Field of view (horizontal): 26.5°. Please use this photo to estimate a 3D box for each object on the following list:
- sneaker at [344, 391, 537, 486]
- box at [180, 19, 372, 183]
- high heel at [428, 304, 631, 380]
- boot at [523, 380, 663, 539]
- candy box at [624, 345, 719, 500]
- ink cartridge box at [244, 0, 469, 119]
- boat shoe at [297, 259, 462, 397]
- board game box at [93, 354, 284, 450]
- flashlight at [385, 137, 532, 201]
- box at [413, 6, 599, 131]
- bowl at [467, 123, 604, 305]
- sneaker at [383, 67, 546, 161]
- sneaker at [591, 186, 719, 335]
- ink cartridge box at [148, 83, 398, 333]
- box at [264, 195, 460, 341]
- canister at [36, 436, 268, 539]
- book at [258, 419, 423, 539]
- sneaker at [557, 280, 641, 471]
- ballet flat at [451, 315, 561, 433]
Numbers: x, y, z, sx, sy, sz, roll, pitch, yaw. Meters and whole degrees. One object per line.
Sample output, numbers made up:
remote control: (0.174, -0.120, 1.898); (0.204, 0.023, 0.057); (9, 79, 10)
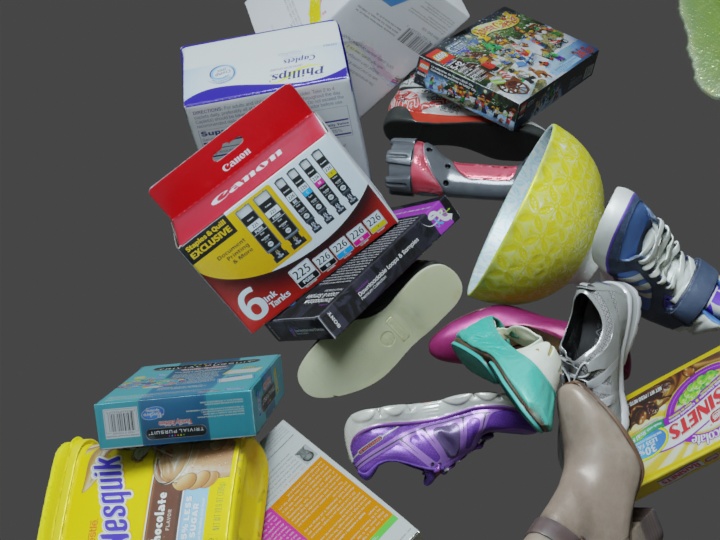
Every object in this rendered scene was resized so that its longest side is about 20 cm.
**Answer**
sneaker: (0.085, 0.168, 1.519); (0.199, 0.081, 0.084); (-9, 80, -3)
box: (-0.092, -0.163, 1.717); (0.183, 0.200, 0.105); (-10, 49, 2)
high heel: (0.173, 0.083, 1.557); (0.199, 0.068, 0.096); (-11, 40, -3)
boot: (0.197, 0.219, 1.394); (0.146, 0.070, 0.200); (-30, 91, -35)
candy box: (0.322, 0.136, 1.457); (0.200, 0.026, 0.102); (-33, 47, 26)
ink cartridge box: (-0.008, -0.306, 1.798); (0.200, 0.147, 0.146); (-41, 46, 22)
boat shoe: (0.017, 0.062, 1.612); (0.201, 0.074, 0.063); (-38, 15, -7)
board game box: (-0.164, 0.128, 1.517); (0.151, 0.200, 0.047); (-5, 96, 6)
flashlight: (0.131, -0.112, 1.726); (0.199, 0.068, 0.068); (3, 38, 12)
box: (0.172, -0.239, 1.783); (0.136, 0.038, 0.200); (29, 39, 21)
bowl: (0.202, -0.041, 1.597); (0.108, 0.200, 0.200); (26, 57, -2)
sneaker: (0.134, -0.193, 1.789); (0.201, 0.067, 0.108); (8, 56, 19)
sneaker: (0.314, -0.003, 1.520); (0.146, 0.200, 0.081); (21, 69, 21)
ink cartridge box: (-0.095, -0.067, 1.615); (0.200, 0.176, 0.084); (-38, 25, 4)
box: (0.000, 0.000, 1.627); (0.200, 0.036, 0.143); (-42, 15, -22)
canister: (-0.197, 0.232, 1.469); (0.200, 0.087, 0.149); (-6, 57, 18)
book: (-0.054, 0.250, 1.483); (0.134, 0.048, 0.200); (-42, 56, -18)
sneaker: (0.214, 0.104, 1.487); (0.075, 0.082, 0.201); (1, 81, 45)
ballet flat: (0.151, 0.088, 1.460); (0.070, 0.067, 0.200); (-37, 25, -5)
